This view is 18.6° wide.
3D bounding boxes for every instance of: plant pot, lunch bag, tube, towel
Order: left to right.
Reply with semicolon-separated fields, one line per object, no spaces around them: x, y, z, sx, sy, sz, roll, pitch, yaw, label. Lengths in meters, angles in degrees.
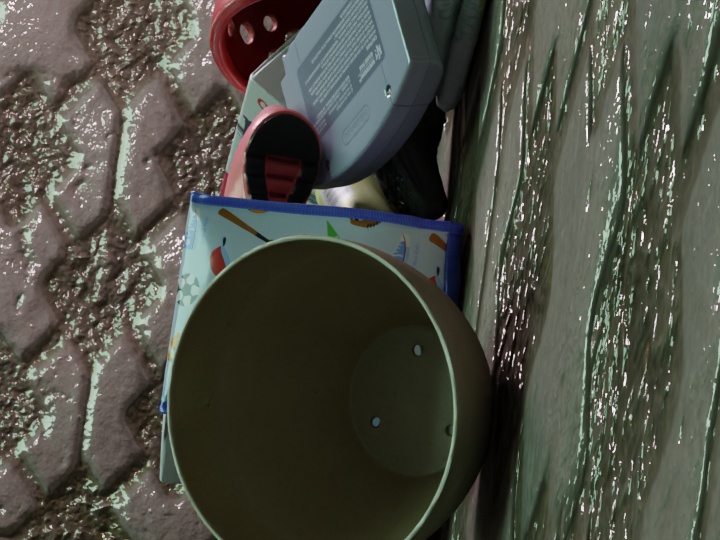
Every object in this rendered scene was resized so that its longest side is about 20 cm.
-0.025;0.039;1.588;0.124;0.199;0.171;15;-99;-66;lunch bag
-0.028;-0.261;1.996;0.201;0.199;0.183;105;174;-59;plant pot
0.002;0.082;1.327;0.134;0.199;0.201;3;-85;-59;plant pot
0.015;-0.012;1.695;0.058;0.052;0.200;60;-178;-36;tube
0.074;-0.245;1.659;0.201;0.048;0.172;102;171;-46;towel

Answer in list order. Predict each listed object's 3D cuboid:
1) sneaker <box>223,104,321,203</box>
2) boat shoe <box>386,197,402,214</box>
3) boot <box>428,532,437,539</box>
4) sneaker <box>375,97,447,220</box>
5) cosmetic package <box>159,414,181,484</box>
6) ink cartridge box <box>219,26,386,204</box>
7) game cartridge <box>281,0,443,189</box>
-0.076;-0.035;1.720;0.087;0.073;0.201;-120;44;-70;sneaker
0.000;0.000;1.851;0.200;0.070;0.071;-69;-7;-47;boat shoe
-0.018;0.170;1.544;0.155;0.072;0.201;39;134;41;boot
0.039;-0.133;1.728;0.076;0.090;0.201;94;159;-66;sneaker
-0.072;0.127;1.899;0.081;0.199;0.113;-95;13;-68;cosmetic package
-0.036;-0.097;1.956;0.084;0.145;0.200;-43;-14;-29;ink cartridge box
0.000;-0.148;1.655;0.200;0.040;0.134;133;131;-55;game cartridge
